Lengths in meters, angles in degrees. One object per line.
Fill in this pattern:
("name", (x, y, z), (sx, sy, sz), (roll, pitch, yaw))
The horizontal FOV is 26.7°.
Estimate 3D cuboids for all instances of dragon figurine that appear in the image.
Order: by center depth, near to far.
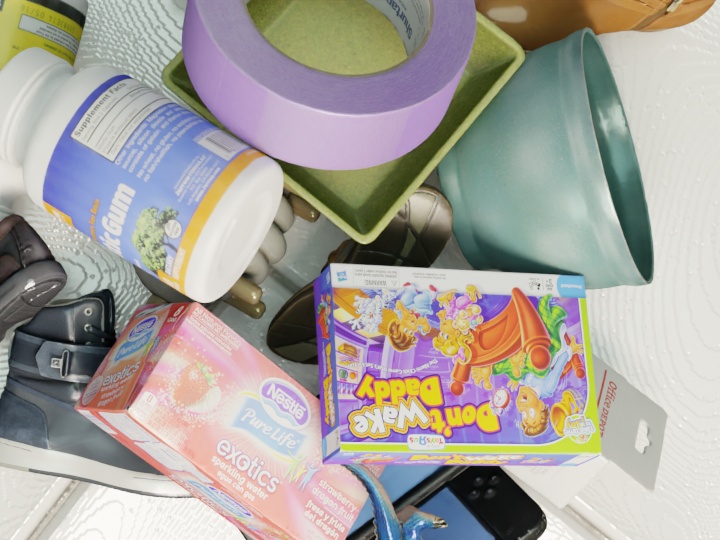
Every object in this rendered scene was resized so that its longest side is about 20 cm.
("dragon figurine", (0.030, 0.222, 1.081), (0.200, 0.059, 0.100), (45, 75, -20))

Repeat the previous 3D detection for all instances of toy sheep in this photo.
("toy sheep", (-0.113, -0.037, 1.162), (0.137, 0.138, 0.201), (32, 73, -5))

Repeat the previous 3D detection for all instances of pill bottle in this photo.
("pill bottle", (-0.163, -0.072, 1.055), (0.199, 0.112, 0.113), (29, 83, 11))
("pill bottle", (-0.283, -0.127, 1.151), (0.111, 0.112, 0.202), (14, 85, -7))

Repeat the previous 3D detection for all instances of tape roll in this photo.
("tape roll", (-0.022, -0.170, 1.057), (0.198, 0.066, 0.202), (7, 58, -11))

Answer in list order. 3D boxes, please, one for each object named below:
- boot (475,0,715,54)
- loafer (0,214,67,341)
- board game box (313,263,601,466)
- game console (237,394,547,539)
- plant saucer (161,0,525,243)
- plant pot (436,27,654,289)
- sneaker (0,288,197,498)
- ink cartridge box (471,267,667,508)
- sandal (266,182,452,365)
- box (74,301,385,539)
("boot", (0.189, -0.225, 1.201), (0.198, 0.155, 0.074), (-8, 88, -8))
("loafer", (-0.301, 0.032, 1.140), (0.199, 0.072, 0.063), (-35, 77, 25))
("board game box", (0.069, 0.070, 1.091), (0.198, 0.045, 0.136), (3, 71, -19))
("game console", (0.012, 0.181, 1.180), (0.199, 0.176, 0.117), (-36, 121, -8))
("plant saucer", (-0.013, -0.145, 1.137), (0.200, 0.048, 0.200), (39, 74, 6))
("plant pot", (0.138, -0.073, 1.182), (0.133, 0.200, 0.202), (-14, 89, 18))
("sneaker", (-0.178, 0.093, 1.171), (0.200, 0.077, 0.148), (12, 88, -5))
("ink cartridge box", (0.139, 0.102, 1.192), (0.199, 0.116, 0.068), (37, 124, -4))
("sandal", (0.000, 0.000, 1.184), (0.081, 0.055, 0.200), (25, 121, -19))
("box", (-0.092, 0.117, 1.103), (0.200, 0.102, 0.095), (40, 68, -23))
